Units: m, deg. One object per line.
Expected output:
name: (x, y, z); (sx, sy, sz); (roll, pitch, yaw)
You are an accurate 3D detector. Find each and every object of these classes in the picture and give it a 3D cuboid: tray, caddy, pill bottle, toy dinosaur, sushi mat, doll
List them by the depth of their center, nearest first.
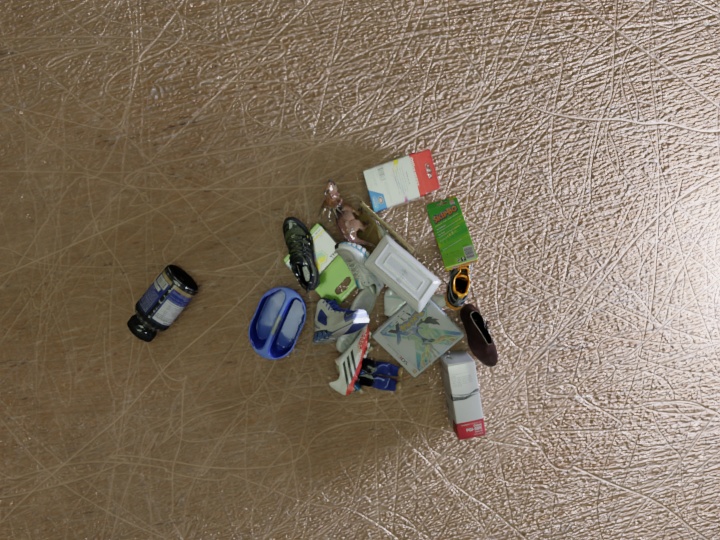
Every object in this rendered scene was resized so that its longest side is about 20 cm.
tray: (0.114, 0.006, 1.452); (0.198, 0.022, 0.108); (40, 78, 0)
toy dinosaur: (-0.044, -0.131, 1.469); (0.085, 0.134, 0.204); (-36, 75, 22)
sushi mat: (0.071, -0.122, 1.511); (0.199, 0.096, 0.012); (42, 94, -3)
pill bottle: (-0.555, 0.094, 1.524); (0.111, 0.112, 0.201); (42, 94, -2)
caddy: (-0.230, 0.144, 1.527); (0.137, 0.105, 0.206); (25, 94, -2)
doll: (0.024, 0.287, 1.564); (0.192, 0.048, 0.142); (9, 91, 4)

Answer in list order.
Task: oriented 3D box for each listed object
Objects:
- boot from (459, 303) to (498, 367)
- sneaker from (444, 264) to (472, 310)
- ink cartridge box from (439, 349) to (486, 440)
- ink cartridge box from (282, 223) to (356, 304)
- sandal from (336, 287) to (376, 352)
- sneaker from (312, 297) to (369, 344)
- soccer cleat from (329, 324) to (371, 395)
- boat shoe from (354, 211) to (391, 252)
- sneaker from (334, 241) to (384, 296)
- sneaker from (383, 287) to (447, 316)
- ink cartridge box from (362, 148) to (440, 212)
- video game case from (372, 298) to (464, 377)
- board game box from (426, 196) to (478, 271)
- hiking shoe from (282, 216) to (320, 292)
boot: (0.332, 0.190, 1.494); (0.071, 0.166, 0.205); (-28, 93, 3)
sneaker: (0.280, 0.003, 1.508); (0.075, 0.078, 0.208); (8, 71, -4)
ink cartridge box: (0.281, 0.339, 1.515); (0.080, 0.147, 0.208); (-10, 95, 0)
ink cartridge box: (-0.097, -0.008, 1.530); (0.148, 0.076, 0.200); (-44, 91, 3)
sandal: (-0.022, 0.131, 1.550); (0.049, 0.082, 0.208); (26, 88, 41)
sneaker: (-0.072, 0.122, 1.491); (0.196, 0.079, 0.120); (-27, 68, 41)
soccer cleat: (-0.026, 0.242, 1.520); (0.082, 0.069, 0.207); (17, 76, 5)
boat shoe: (0.053, -0.080, 1.532); (0.071, 0.069, 0.202); (-44, 73, 23)
sneaker: (0.000, 0.000, 1.480); (0.198, 0.074, 0.089); (37, 64, -29)
sneaker: (0.158, 0.079, 1.538); (0.192, 0.070, 0.084); (-6, 91, 2)
ink cartridge box: (0.112, -0.249, 1.516); (0.193, 0.067, 0.121); (-18, 94, 2)
video game case: (0.160, 0.179, 1.524); (0.182, 0.022, 0.200); (42, 110, -13)
board game box: (0.250, -0.105, 1.508); (0.092, 0.030, 0.207); (-15, 67, 2)
hiking shoe: (-0.156, -0.045, 1.441); (0.073, 0.101, 0.207); (-20, 93, 2)
